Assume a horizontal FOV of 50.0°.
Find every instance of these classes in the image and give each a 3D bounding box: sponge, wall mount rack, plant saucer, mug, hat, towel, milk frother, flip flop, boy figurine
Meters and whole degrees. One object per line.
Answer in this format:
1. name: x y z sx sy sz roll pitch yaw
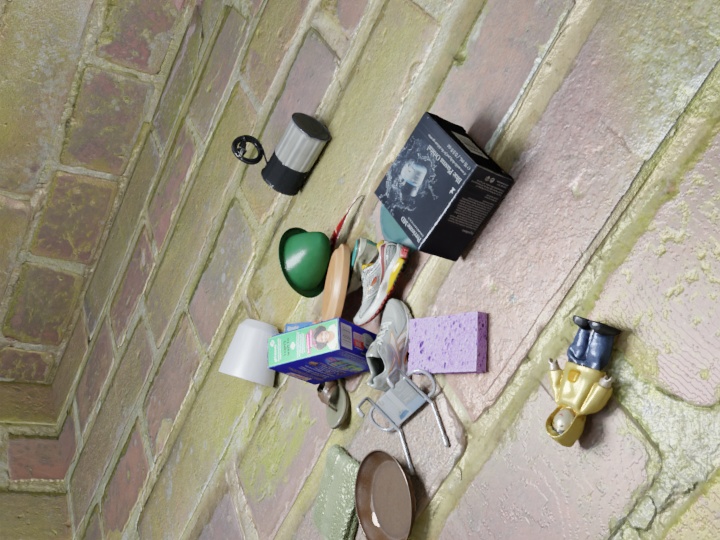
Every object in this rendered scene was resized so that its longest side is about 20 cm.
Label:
1. sponge: 0.165 0.143 1.495 0.199 0.029 0.113 -13 70 54
2. wall mount rack: 0.089 0.294 1.524 0.174 0.074 0.200 45 127 5
3. plant saucer: 0.100 -0.137 1.678 0.199 0.027 0.203 -24 61 50
4. mug: -0.292 0.211 2.041 0.185 0.148 0.155 5 76 49
5. plant saucer: 0.055 0.459 1.538 0.199 0.036 0.204 -9 79 56
6. hat: -0.080 -0.055 1.814 0.175 0.165 0.203 -20 80 37
7. towel: -0.048 0.499 1.690 0.148 0.036 0.203 22 98 54
8. milk frother: -0.214 -0.335 2.040 0.189 0.198 0.182 -55 37 28
9. plant saucer: -0.059 0.038 1.776 0.200 0.032 0.204 -170 90 -82
10. flip flop: -0.072 0.266 1.775 0.081 0.057 0.203 -35 53 45
11. boy figurine: 0.337 0.174 1.210 0.124 0.064 0.203 23 96 52

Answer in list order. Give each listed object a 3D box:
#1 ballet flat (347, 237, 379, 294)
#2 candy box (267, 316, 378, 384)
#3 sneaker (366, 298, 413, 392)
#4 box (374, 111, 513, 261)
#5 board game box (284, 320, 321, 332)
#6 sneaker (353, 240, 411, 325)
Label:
1. ballet flat: 0.000 0.000 1.741 0.201 0.061 0.068 113 165 -56
2. candy box: -0.075 0.177 1.667 0.198 0.168 0.078 -19 61 30
3. sneaker: 0.055 0.153 1.596 0.075 0.091 0.203 -22 62 51
4. box: 0.157 -0.162 1.500 0.201 0.116 0.197 -56 45 23
5. board game box: -0.143 0.181 1.922 0.199 0.019 0.105 -10 73 59
6. sneaker: 0.034 0.027 1.658 0.081 0.078 0.202 28 101 9
